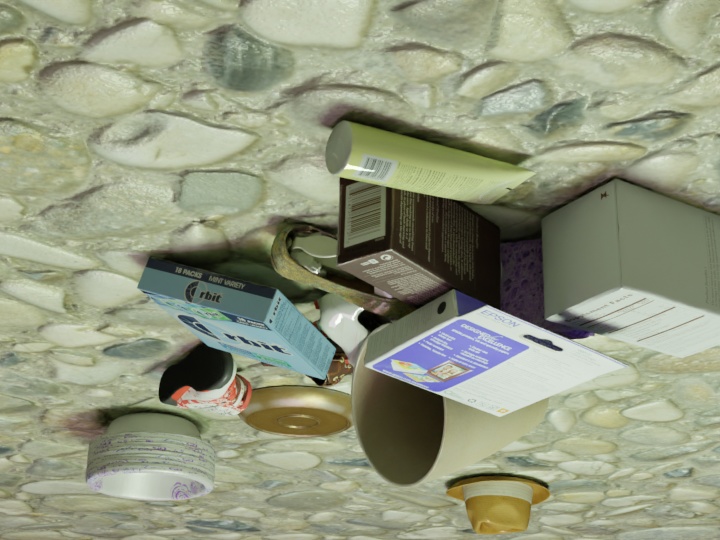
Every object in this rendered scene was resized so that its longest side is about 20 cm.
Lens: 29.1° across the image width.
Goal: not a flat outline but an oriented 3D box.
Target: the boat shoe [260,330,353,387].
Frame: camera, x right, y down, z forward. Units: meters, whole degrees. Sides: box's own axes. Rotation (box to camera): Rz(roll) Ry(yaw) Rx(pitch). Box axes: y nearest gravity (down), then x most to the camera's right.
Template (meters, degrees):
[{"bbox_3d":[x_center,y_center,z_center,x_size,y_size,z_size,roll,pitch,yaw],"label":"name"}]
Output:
[{"bbox_3d":[-0.052,0.114,1.773,0.199,0.071,0.070,19,151,-38],"label":"boat shoe"}]

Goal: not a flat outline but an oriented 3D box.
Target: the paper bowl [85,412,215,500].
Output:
[{"bbox_3d":[-0.324,0.287,2.158,0.198,0.105,0.201,1,157,1],"label":"paper bowl"}]

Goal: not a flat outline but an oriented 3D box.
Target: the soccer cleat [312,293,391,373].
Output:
[{"bbox_3d":[0.011,0.081,1.696,0.077,0.070,0.200,-11,152,20],"label":"soccer cleat"}]

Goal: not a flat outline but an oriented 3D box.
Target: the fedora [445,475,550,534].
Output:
[{"bbox_3d":[0.247,0.427,2.485,0.198,0.083,0.201,1,157,0],"label":"fedora"}]

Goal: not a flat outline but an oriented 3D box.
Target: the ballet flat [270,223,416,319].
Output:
[{"bbox_3d":[0.000,0.000,1.464,0.198,0.071,0.071,18,158,4],"label":"ballet flat"}]

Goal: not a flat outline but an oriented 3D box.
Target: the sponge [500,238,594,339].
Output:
[{"bbox_3d":[0.149,0.025,1.489,0.198,0.113,0.030,-6,155,18],"label":"sponge"}]

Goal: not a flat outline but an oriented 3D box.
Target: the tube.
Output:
[{"bbox_3d":[0.063,-0.095,1.298,0.198,0.052,0.058,11,-165,-29],"label":"tube"}]

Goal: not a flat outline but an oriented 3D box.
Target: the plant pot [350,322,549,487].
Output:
[{"bbox_3d":[0.121,0.153,1.651,0.199,0.189,0.187,-1,163,-35],"label":"plant pot"}]

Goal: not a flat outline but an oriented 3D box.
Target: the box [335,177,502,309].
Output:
[{"bbox_3d":[0.062,-0.025,1.392,0.074,0.101,0.199,-16,151,36],"label":"box"}]

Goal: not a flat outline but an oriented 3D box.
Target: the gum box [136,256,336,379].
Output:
[{"bbox_3d":[-0.140,0.057,1.606,0.169,0.045,0.200,14,163,24],"label":"gum box"}]

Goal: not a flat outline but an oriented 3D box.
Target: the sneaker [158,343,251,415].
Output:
[{"bbox_3d":[-0.185,0.148,1.868,0.107,0.068,0.201,14,158,-29],"label":"sneaker"}]

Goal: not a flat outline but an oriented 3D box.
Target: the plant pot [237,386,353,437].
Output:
[{"bbox_3d":[-0.092,0.216,2.074,0.198,0.028,0.200,1,158,0],"label":"plant pot"}]

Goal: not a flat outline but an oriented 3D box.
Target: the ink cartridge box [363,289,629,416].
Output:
[{"bbox_3d":[0.139,0.083,1.431,0.197,0.044,0.199,23,148,-30],"label":"ink cartridge box"}]

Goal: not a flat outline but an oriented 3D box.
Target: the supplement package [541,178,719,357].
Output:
[{"bbox_3d":[0.297,0.002,1.419,0.199,0.118,0.117,16,154,-30],"label":"supplement package"}]
